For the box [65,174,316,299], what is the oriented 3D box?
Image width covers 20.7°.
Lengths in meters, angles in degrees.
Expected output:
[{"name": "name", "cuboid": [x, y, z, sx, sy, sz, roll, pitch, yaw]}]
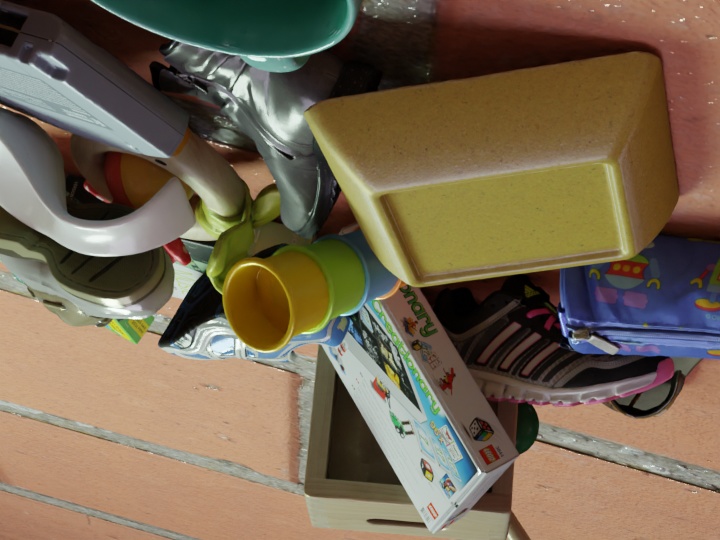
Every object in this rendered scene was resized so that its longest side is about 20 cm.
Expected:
[{"name": "box", "cuboid": [-0.124, -0.011, 1.519, 0.198, 0.037, 0.145, 12, 161, 10]}]

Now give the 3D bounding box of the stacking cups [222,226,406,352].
[{"name": "stacking cups", "cuboid": [0.000, 0.000, 1.270, 0.060, 0.061, 0.199, -2, -168, 41]}]

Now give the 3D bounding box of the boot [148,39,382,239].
[{"name": "boot", "cuboid": [-0.063, -0.098, 1.208, 0.131, 0.070, 0.200, 23, 154, 1]}]

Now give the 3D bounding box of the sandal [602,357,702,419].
[{"name": "sandal", "cuboid": [0.214, 0.081, 1.471, 0.081, 0.055, 0.200, 18, 161, -5]}]

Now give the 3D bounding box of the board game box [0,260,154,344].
[{"name": "board game box", "cuboid": [-0.251, -0.022, 1.527, 0.134, 0.029, 0.200, 27, 163, 29]}]

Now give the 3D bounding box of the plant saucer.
[{"name": "plant saucer", "cuboid": [0.084, -0.046, 1.142, 0.198, 0.049, 0.200, -8, 156, 9]}]

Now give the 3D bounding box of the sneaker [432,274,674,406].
[{"name": "sneaker", "cuboid": [0.127, 0.047, 1.396, 0.198, 0.088, 0.073, 1, -176, 35]}]

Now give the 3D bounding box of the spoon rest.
[{"name": "spoon rest", "cuboid": [-0.200, -0.054, 1.281, 0.199, 0.061, 0.100, 19, 144, 35]}]

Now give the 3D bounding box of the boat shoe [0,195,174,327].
[{"name": "boat shoe", "cuboid": [-0.180, -0.001, 1.334, 0.199, 0.075, 0.069, 24, 150, 51]}]

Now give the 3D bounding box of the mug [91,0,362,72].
[{"name": "mug", "cuboid": [-0.063, -0.177, 0.885, 0.151, 0.115, 0.185, 20, 162, -12]}]

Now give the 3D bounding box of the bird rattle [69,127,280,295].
[{"name": "bird rattle", "cuboid": [-0.130, -0.060, 1.355, 0.199, 0.113, 0.163, 16, 154, 44]}]

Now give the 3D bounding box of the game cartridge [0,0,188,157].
[{"name": "game cartridge", "cuboid": [-0.198, -0.123, 1.204, 0.199, 0.041, 0.133, 20, 165, 43]}]

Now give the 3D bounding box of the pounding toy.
[{"name": "pounding toy", "cuboid": [0.063, 0.138, 1.531, 0.198, 0.186, 0.142, 4, 160, 4]}]

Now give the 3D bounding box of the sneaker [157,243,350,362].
[{"name": "sneaker", "cuboid": [-0.083, 0.041, 1.448, 0.077, 0.076, 0.199, 38, 155, -21]}]

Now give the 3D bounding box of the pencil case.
[{"name": "pencil case", "cuboid": [0.218, 0.022, 1.258, 0.198, 0.087, 0.078, 5, 137, 27]}]

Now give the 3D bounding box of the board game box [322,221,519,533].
[{"name": "board game box", "cuboid": [0.031, 0.076, 1.406, 0.034, 0.201, 0.126, -23, 163, -26]}]
